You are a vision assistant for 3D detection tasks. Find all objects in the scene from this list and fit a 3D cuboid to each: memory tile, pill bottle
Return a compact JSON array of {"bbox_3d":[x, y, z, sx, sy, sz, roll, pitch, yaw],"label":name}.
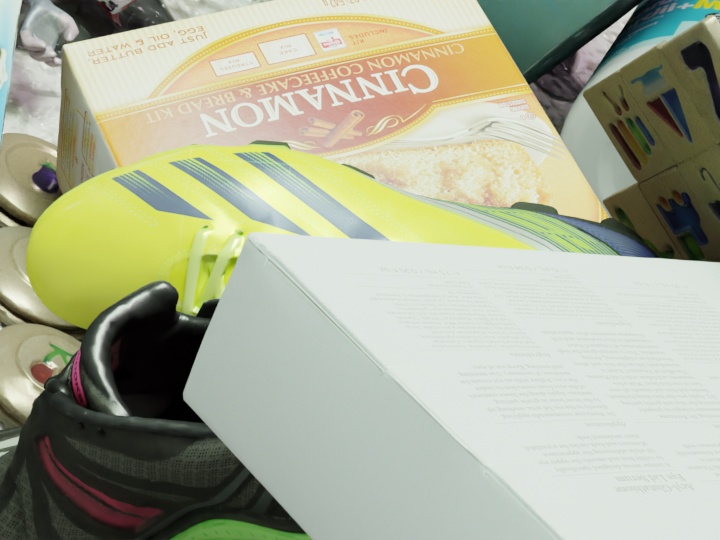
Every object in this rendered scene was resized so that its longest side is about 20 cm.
[{"bbox_3d":[-0.091,0.011,0.843,0.200,0.017,0.153,19,36,-25],"label":"memory tile"},{"bbox_3d":[0.168,-0.082,1.117,0.111,0.111,0.200,36,32,0],"label":"pill bottle"}]

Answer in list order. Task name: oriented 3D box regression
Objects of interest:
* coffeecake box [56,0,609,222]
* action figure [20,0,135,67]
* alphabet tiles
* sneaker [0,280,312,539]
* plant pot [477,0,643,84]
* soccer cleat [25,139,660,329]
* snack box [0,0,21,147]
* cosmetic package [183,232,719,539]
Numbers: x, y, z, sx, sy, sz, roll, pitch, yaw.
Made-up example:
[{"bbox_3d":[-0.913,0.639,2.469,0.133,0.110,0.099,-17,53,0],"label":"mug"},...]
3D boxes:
[{"bbox_3d":[0.000,0.000,0.807,0.153,0.073,0.200,-14,55,-20],"label":"coffeecake box"},{"bbox_3d":[-0.139,-0.171,0.930,0.149,0.200,0.134,24,61,38],"label":"action figure"},{"bbox_3d":[0.135,0.022,0.683,0.006,0.166,0.200,-32,91,-16],"label":"alphabet tiles"},{"bbox_3d":[-0.061,0.043,0.671,0.084,0.200,0.077,56,37,-24],"label":"sneaker"},{"bbox_3d":[0.064,-0.175,1.069,0.161,0.201,0.201,53,34,2],"label":"plant pot"},{"bbox_3d":[-0.003,0.008,0.698,0.200,0.065,0.084,7,29,2],"label":"soccer cleat"},{"bbox_3d":[-0.164,-0.121,0.776,0.116,0.037,0.200,18,73,-42],"label":"snack box"},{"bbox_3d":[0.080,0.053,0.564,0.200,0.052,0.151,3,27,-42],"label":"cosmetic package"}]
